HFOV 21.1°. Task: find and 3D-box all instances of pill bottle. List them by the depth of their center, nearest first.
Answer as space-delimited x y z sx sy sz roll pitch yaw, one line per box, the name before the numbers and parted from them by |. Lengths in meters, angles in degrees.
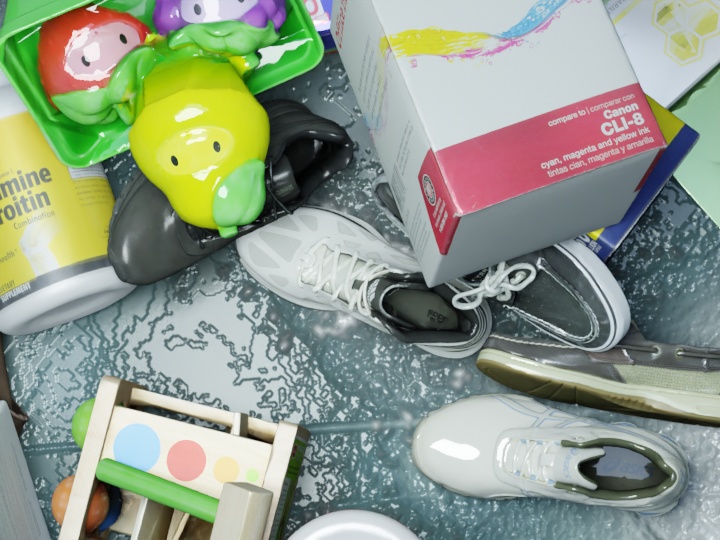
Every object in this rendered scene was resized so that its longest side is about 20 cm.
pill bottle | -0.003 0.220 1.292 0.115 0.200 0.117 0 82 1
pill bottle | -0.239 -0.064 1.382 0.111 0.112 0.201 -22 83 0

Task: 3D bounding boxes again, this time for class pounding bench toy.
pounding bench toy | -0.130 0.146 1.308 0.155 0.200 0.125 15 84 4

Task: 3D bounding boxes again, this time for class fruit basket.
fruit basket | -0.125 -0.130 1.285 0.214 0.156 0.217 -10 52 13

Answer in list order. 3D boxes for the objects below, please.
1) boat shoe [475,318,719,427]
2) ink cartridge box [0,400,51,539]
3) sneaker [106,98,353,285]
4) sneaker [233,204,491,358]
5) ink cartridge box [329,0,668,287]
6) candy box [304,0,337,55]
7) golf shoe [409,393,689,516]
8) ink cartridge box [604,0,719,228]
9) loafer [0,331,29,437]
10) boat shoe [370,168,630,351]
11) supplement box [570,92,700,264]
boat shoe | 0.183 0.065 1.372 0.199 0.072 0.067 12 78 -1
ink cartridge box | -0.234 0.209 1.278 0.040 0.200 0.201 -15 104 -1
sneaker | -0.090 -0.056 1.351 0.200 0.090 0.076 -39 120 -24
sneaker | 0.000 0.000 1.361 0.199 0.115 0.076 22 87 5
ink cartridge box | 0.080 -0.121 1.231 0.144 0.145 0.201 -19 75 -10
candy box | -0.079 -0.251 1.415 0.168 0.077 0.202 -13 82 0
golf shoe | 0.132 0.127 1.351 0.198 0.097 0.079 5 85 5
ink cartridge box | 0.254 -0.145 1.403 0.145 0.048 0.200 -41 81 -3
loafer | -0.291 0.034 1.392 0.071 0.073 0.201 -32 83 0
boat shoe | 0.093 -0.008 1.308 0.199 0.068 0.074 44 130 1
supplement box | 0.119 -0.097 1.362 0.199 0.109 0.110 38 73 7
